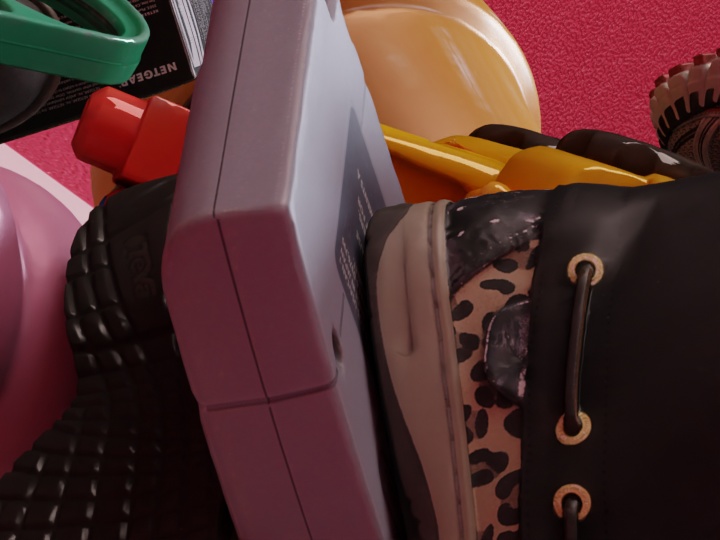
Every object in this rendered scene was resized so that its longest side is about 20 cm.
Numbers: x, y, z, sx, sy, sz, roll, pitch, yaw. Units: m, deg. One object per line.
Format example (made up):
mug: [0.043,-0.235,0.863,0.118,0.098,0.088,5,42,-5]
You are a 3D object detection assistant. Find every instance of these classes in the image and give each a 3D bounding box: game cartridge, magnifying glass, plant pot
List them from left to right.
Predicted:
magnifying glass: [-0.117,-0.077,0.859,0.079,0.022,0.200,31,16,7]
game cartridge: [-0.002,0.038,0.711,0.041,0.200,0.133,-8,35,15]
plant pot: [0.010,-0.018,1.237,0.200,0.200,0.183,20,19,-37]

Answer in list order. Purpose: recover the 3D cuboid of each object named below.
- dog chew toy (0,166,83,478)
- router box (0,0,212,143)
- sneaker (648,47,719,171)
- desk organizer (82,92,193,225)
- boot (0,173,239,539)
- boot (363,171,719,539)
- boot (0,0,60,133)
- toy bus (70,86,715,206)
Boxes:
dog chew toy: [-0.121,0.018,0.777,0.124,0.125,0.200,30,1,36]
router box: [-0.154,-0.069,1.085,0.199,0.052,0.157,-17,5,5]
sneaker: [0.138,-0.031,0.878,0.078,0.082,0.200,-5,-6,-7]
desk organizer: [-0.001,0.025,1.087,0.200,0.072,0.077,41,-1,-31]
boot: [-0.034,0.079,0.730,0.200,0.068,0.131,-78,149,-48]
boot: [0.092,0.065,0.658,0.153,0.204,0.073,-15,-13,10]
boot: [-0.167,-0.067,0.891,0.181,0.073,0.200,-1,3,-16]
toy bus: [0.000,0.000,0.891,0.192,0.136,0.200,25,-4,-11]
